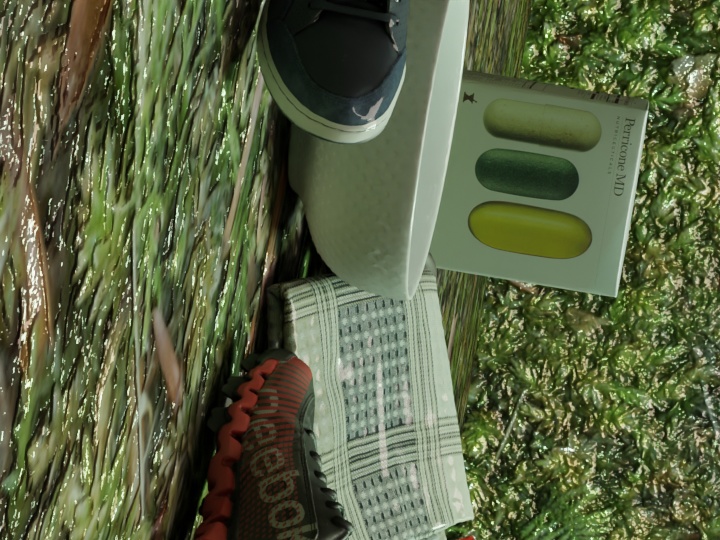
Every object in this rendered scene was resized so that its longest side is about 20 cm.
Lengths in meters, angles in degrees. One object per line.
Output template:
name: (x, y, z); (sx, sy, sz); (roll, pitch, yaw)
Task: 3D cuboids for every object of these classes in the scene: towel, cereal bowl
towel: (0.009, 0.100, 1.362); (0.192, 0.034, 0.201); (-5, 90, -61)
cereal bowl: (0.008, -0.088, 1.308); (0.200, 0.083, 0.201); (11, 90, -83)

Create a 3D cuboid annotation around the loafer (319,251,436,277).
loafer: (0.000, 0.000, 1.483); (0.200, 0.073, 0.071); (64, 40, -63)

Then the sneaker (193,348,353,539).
sneaker: (-0.041, 0.128, 1.160); (0.071, 0.097, 0.201); (90, 11, -49)

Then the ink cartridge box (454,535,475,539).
ink cartridge box: (0.008, 0.248, 1.311); (0.201, 0.161, 0.050); (80, -6, -49)

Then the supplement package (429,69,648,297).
supplement package: (0.121, -0.076, 1.796); (0.151, 0.199, 0.153); (-42, 141, -80)

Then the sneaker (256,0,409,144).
sneaker: (0.001, -0.175, 1.077); (0.146, 0.076, 0.203); (110, -14, -53)
